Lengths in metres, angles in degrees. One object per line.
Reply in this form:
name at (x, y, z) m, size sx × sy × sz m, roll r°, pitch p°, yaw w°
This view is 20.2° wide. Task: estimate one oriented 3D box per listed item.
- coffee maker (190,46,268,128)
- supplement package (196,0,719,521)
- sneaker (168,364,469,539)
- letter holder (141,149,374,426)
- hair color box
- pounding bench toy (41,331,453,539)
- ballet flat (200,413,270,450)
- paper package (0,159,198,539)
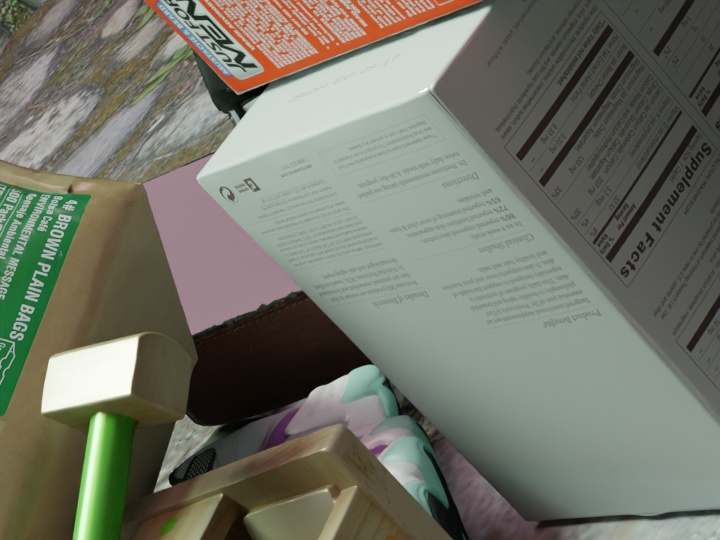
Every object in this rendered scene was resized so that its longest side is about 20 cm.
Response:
coffee maker at (-0.012, -0.168, 1.201) m, size 0.200 × 0.192 × 0.135 m, roll -31°, pitch 16°, yaw 50°
supplement package at (0.081, -0.029, 0.752) m, size 0.152 × 0.200 × 0.151 m, roll -14°, pitch 34°, yaw 55°
sneaker at (-0.033, 0.110, 0.836) m, size 0.140 × 0.078 × 0.200 m, roll -23°, pitch 9°, yaw -4°
letter holder at (0.000, 0.000, 0.987) m, size 0.200 × 0.142 × 0.101 m, roll -23°, pitch 55°, yaw 9°
hair color box at (0.016, -0.136, 0.704) m, size 0.200 × 0.064 × 0.111 m, roll -10°, pitch 39°, yaw 56°
pounding bench toy at (-0.060, 0.138, 0.686) m, size 0.124 × 0.200 × 0.156 m, roll -23°, pitch 27°, yaw 41°
ballet flat at (-0.075, 0.138, 0.932) m, size 0.068 × 0.068 × 0.200 m, roll -13°, pitch 36°, yaw 41°
paper package at (-0.148, 0.078, 0.804) m, size 0.191 × 0.103 × 0.200 m, roll 86°, pitch -161°, yaw -65°
